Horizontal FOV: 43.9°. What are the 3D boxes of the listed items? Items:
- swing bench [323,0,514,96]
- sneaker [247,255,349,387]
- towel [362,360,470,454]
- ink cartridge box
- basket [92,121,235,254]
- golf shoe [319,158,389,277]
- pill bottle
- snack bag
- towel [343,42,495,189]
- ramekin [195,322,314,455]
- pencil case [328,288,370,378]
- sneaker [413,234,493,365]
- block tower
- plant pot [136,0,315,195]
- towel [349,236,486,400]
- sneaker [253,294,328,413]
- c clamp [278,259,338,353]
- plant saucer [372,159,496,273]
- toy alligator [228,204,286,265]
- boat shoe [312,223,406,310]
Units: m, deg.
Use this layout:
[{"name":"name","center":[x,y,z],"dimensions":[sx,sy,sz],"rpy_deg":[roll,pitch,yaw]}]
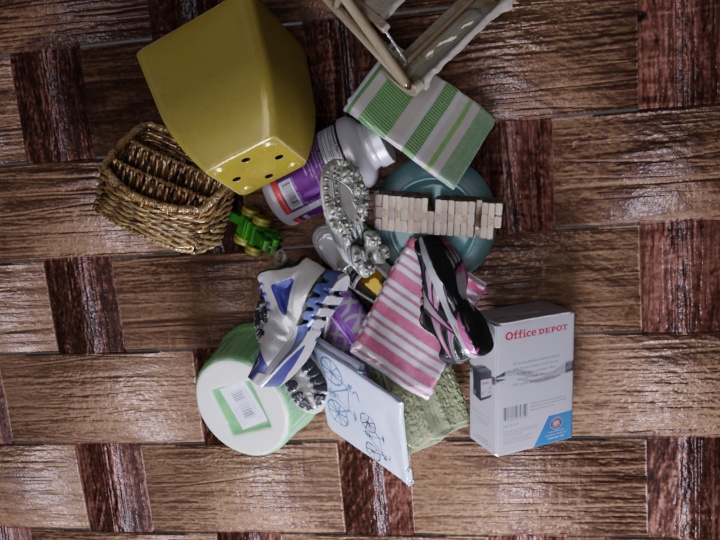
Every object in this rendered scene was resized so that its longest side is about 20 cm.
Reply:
[{"name":"swing bench","center":[0.082,-0.381,1.245],"dimensions":[0.198,0.130,0.201],"rpy_deg":[-42,97,-1]},{"name":"sneaker","center":[-0.111,0.061,1.291],"dimensions":[0.114,0.080,0.201],"rpy_deg":[35,93,20]},{"name":"towel","center":[0.087,0.170,1.390],"dimensions":[0.036,0.146,0.204],"rpy_deg":[-26,86,59]},{"name":"ink cartridge box","center":[0.244,0.159,1.356],"dimensions":[0.142,0.083,0.205],"rpy_deg":[-7,104,-23]},{"name":"basket","center":[-0.302,-0.132,1.381],"dimensions":[0.197,0.143,0.152],"rpy_deg":[24,106,11]},{"name":"golf shoe","center":[-0.030,-0.080,1.299],"dimensions":[0.078,0.097,0.203],"rpy_deg":[-37,133,-22]},{"name":"pill bottle","center":[-0.049,-0.157,1.352],"dimensions":[0.197,0.113,0.114],"rpy_deg":[-25,98,14]},{"name":"snack bag","center":[0.006,0.214,1.363],"dimensions":[0.198,0.021,0.192],"rpy_deg":[29,139,39]},{"name":"towel","center":[0.089,-0.228,1.310],"dimensions":[0.198,0.023,0.154],"rpy_deg":[35,62,0]},{"name":"ramekin","center":[-0.170,0.196,1.438],"dimensions":[0.196,0.098,0.204],"rpy_deg":[10,117,21]},{"name":"pencil case","center":[-0.007,0.113,1.422],"dimensions":[0.083,0.086,0.201],"rpy_deg":[-36,94,18]},{"name":"sneaker","center":[0.113,0.045,1.304],"dimensions":[0.086,0.079,0.204],"rpy_deg":[-35,63,37]},{"name":"block tower","center":[0.113,-0.085,1.332],"dimensions":[0.195,0.058,0.055],"rpy_deg":[5,103,11]},{"name":"plant pot","center":[-0.171,-0.231,1.277],"dimensions":[0.191,0.195,0.204],"rpy_deg":[-24,69,15]},{"name":"towel","center":[0.088,0.072,1.348],"dimensions":[0.145,0.030,0.203],"rpy_deg":[30,81,-6]},{"name":"sneaker","center":[-0.106,0.123,1.357],"dimensions":[0.076,0.080,0.204],"rpy_deg":[-21,79,-1]},{"name":"c clamp","center":[-0.070,0.078,1.381],"dimensions":[0.170,0.027,0.203],"rpy_deg":[35,143,27]},{"name":"plant saucer","center":[0.113,-0.074,1.382],"dimensions":[0.195,0.036,0.205],"rpy_deg":[3,104,10]},{"name":"toy alligator","center":[-0.146,-0.051,1.389],"dimensions":[0.053,0.199,0.060],"rpy_deg":[5,111,-38]},{"name":"boat shoe","center":[0.000,0.000,1.396],"dimensions":[0.199,0.070,0.071],"rpy_deg":[41,109,6]}]
